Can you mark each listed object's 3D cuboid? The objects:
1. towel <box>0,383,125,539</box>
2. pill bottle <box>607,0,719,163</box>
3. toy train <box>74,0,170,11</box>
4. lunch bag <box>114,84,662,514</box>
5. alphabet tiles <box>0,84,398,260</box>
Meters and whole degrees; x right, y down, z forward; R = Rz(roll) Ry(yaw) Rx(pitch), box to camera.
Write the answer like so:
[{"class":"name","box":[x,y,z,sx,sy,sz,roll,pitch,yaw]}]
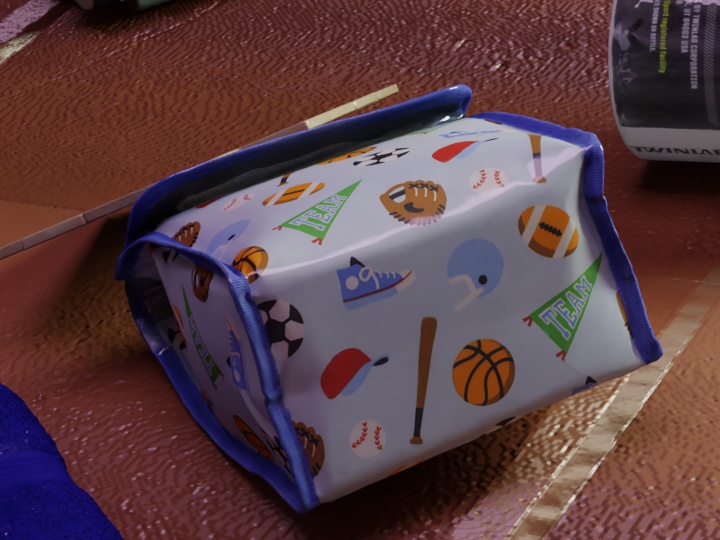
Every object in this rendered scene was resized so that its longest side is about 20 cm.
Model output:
[{"class":"towel","box":[-0.174,0.108,1.035,0.148,0.050,0.200,-21,30,-17]},{"class":"pill bottle","box":[0.223,-0.099,1.215,0.200,0.106,0.106,4,32,24]},{"class":"toy train","box":[-0.095,-0.212,1.557,0.200,0.085,0.114,-19,39,-14]},{"class":"lunch bag","box":[0.000,0.000,1.105,0.170,0.124,0.200,-19,15,-15]},{"class":"alphabet tiles","box":[-0.074,-0.046,1.224,0.166,0.006,0.200,-21,4,21]}]
